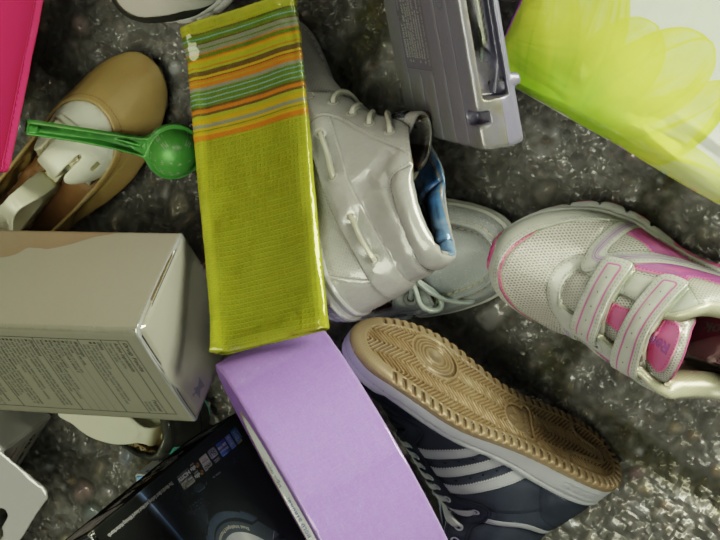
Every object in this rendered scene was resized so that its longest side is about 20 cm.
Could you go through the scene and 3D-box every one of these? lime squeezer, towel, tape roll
[{"bbox_3d":[-0.107,-0.060,1.354,0.199,0.071,0.038,22,130,16],"label":"lime squeezer"},{"bbox_3d":[-0.063,-0.056,1.272,0.086,0.018,0.201,-15,74,37],"label":"towel"},{"bbox_3d":[-0.010,0.127,1.293,0.065,0.200,0.201,-29,95,-7],"label":"tape roll"}]

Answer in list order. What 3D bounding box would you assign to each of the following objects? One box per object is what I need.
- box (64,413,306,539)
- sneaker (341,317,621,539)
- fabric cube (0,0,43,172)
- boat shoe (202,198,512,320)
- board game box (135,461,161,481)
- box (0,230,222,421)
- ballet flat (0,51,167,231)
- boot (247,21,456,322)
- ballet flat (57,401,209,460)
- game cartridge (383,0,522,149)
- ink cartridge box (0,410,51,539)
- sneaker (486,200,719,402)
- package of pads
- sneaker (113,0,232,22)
[{"bbox_3d":[-0.089,0.194,1.325,0.043,0.200,0.161,-30,93,28],"label":"box"},{"bbox_3d":[0.049,0.110,1.319,0.199,0.070,0.108,30,125,-24],"label":"sneaker"},{"bbox_3d":[-0.325,-0.177,1.298,0.199,0.199,0.197,18,101,37],"label":"fabric cube"},{"bbox_3d":[-0.001,-0.002,1.340,0.201,0.065,0.075,1,107,23],"label":"boat shoe"},{"bbox_3d":[-0.067,0.222,1.456,0.134,0.034,0.201,-3,105,23],"label":"board game box"},{"bbox_3d":[-0.189,0.032,1.351,0.199,0.078,0.095,2,141,26],"label":"box"},{"bbox_3d":[-0.195,-0.057,1.405,0.069,0.063,0.200,45,117,6],"label":"ballet flat"},{"bbox_3d":[0.001,-0.075,1.284,0.095,0.073,0.201,-26,67,26],"label":"boot"},{"bbox_3d":[-0.192,0.067,1.440,0.199,0.068,0.068,23,116,15],"label":"ballet flat"},{"bbox_3d":[0.043,-0.173,1.240,0.038,0.130,0.201,-13,102,-12],"label":"game cartridge"},{"bbox_3d":[-0.294,0.112,1.497,0.200,0.068,0.116,40,119,7],"label":"ink cartridge box"},{"bbox_3d":[0.165,0.021,1.256,0.199,0.088,0.082,17,112,10],"label":"sneaker"},{"bbox_3d":[0.188,-0.130,1.219,0.199,0.068,0.155,29,115,12],"label":"package of pads"},{"bbox_3d":[-0.087,-0.198,1.281,0.200,0.080,0.074,-22,84,42],"label":"sneaker"}]
